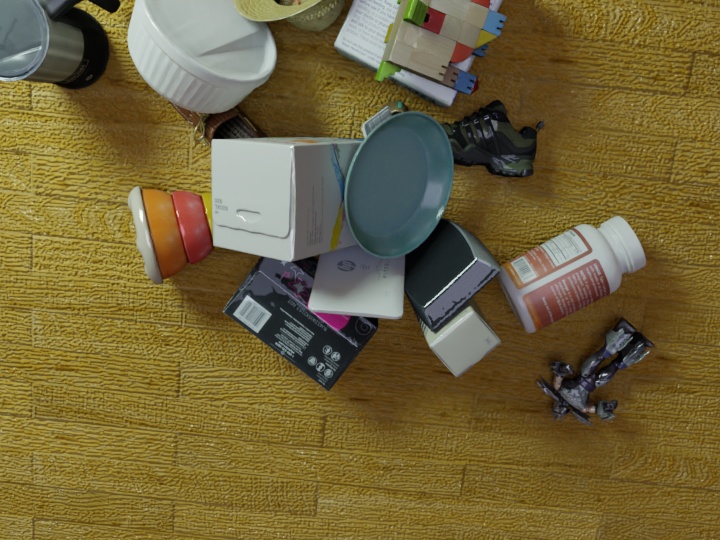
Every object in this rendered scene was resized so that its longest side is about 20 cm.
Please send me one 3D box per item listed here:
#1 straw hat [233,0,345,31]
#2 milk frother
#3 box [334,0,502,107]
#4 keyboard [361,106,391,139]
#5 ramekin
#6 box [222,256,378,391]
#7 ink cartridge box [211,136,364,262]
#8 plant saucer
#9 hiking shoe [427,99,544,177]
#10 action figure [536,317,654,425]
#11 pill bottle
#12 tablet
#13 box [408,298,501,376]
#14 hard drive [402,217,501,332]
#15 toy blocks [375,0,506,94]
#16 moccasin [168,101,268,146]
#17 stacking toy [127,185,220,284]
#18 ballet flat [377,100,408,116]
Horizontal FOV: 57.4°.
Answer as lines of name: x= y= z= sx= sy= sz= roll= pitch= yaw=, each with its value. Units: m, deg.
straw hat: x=-0.070 y=-0.385 z=0.921 sx=0.199 sy=0.202 sz=0.085 roll=-28 pitch=143 yaw=7
milk frother: x=-0.451 y=-0.361 z=0.885 sx=0.199 sy=0.188 sz=0.181 roll=34 pitch=100 yaw=-6
box: x=0.085 y=-0.360 z=0.917 sx=0.182 sy=0.105 sz=0.202 roll=26 pitch=102 yaw=-5
keyboard: x=0.048 y=-0.130 z=0.943 sx=0.056 sy=0.011 sz=0.202 roll=-38 pitch=127 yaw=-27
ramekin: x=-0.220 y=-0.306 z=0.895 sx=0.202 sy=0.203 sz=0.094 roll=43 pitch=131 yaw=-8
box: x=-0.086 y=0.060 z=1.007 sx=0.199 sy=0.115 sz=0.133 roll=38 pitch=102 yaw=-6
ink cartridge box: x=-0.084 y=-0.107 z=0.904 sx=0.146 sy=0.199 sz=0.147 roll=10 pitch=106 yaw=33
plant saucer: x=0.047 y=-0.117 z=0.899 sx=0.198 sy=0.036 sz=0.202 roll=-19 pitch=121 yaw=-35
hiking shoe: x=0.170 y=-0.205 z=0.974 sx=0.197 sy=0.076 sz=0.102 roll=14 pitch=93 yaw=-11
action figure: x=0.369 y=0.167 z=1.046 sx=0.130 sy=0.069 sz=0.201 roll=36 pitch=104 yaw=-11
pill bottle: x=0.314 y=0.002 z=0.988 sx=0.198 sy=0.112 sz=0.113 roll=-27 pitch=101 yaw=7
tablet: x=0.000 y=0.000 z=0.953 sx=0.128 sy=0.201 sz=0.014 roll=5 pitch=125 yaw=2
box: x=0.127 y=0.061 z=0.955 sx=0.082 sy=0.200 sz=0.068 roll=-40 pitch=111 yaw=8
hard drive: x=0.114 y=-0.005 z=0.942 sx=0.135 sy=0.200 sz=0.042 roll=-43 pitch=111 yaw=9
toy blocks: x=0.117 y=-0.317 z=0.835 sx=0.135 sy=0.100 sz=0.202 roll=16 pitch=103 yaw=-14
moccasin: x=-0.206 y=-0.212 z=0.968 sx=0.074 sy=0.078 sz=0.201 roll=-43 pitch=98 yaw=9
stacking toy: x=-0.237 y=-0.070 z=0.995 sx=0.198 sy=0.146 sz=0.148 roll=-14 pitch=103 yaw=-16
ballet flat: x=0.037 y=-0.150 z=0.980 sx=0.067 sy=0.072 sz=0.203 roll=12 pitch=103 yaw=-7
